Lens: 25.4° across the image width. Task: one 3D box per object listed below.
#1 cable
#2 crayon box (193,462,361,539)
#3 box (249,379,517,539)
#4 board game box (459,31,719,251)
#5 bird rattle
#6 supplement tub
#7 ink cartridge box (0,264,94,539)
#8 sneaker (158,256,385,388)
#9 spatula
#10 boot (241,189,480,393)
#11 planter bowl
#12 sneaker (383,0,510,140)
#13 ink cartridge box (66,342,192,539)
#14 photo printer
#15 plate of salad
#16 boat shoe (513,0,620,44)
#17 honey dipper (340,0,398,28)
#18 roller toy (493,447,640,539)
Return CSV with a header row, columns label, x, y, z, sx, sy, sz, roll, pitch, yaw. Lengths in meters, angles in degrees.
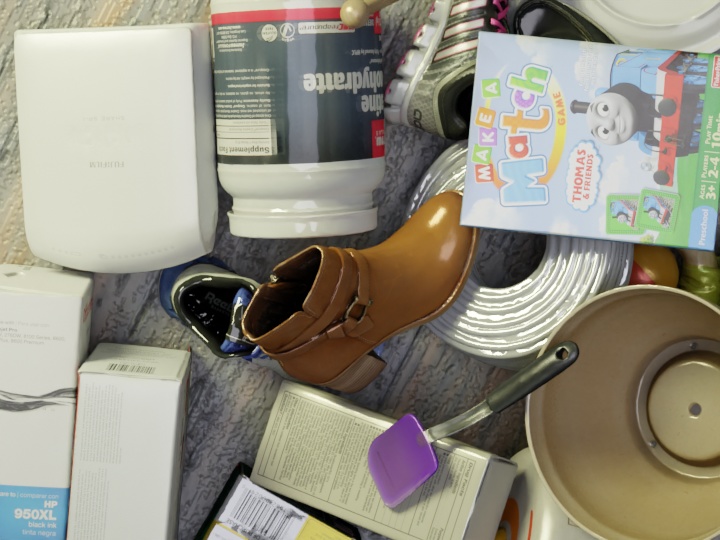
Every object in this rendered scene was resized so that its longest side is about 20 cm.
label,x,y,z,sx,sy,sz,roll,pitch,yaw
cable,0.128,-0.020,1.323,0.200,0.069,0.200,43,100,26
crayon box,-0.102,0.286,1.391,0.126,0.051,0.201,31,93,-8
box,0.019,0.167,1.322,0.198,0.078,0.096,19,87,26
board game box,0.182,-0.100,1.243,0.198,0.037,0.153,6,93,4
bird rattle,0.247,0.025,1.372,0.199,0.113,0.163,-37,107,11
supplement tub,-0.050,-0.133,1.297,0.139,0.140,0.202,-3,98,-5
ink cartridge box,-0.268,0.104,1.303,0.083,0.145,0.202,4,97,-7
sneaker,-0.077,0.052,1.331,0.198,0.115,0.081,21,96,-9
spatula,0.087,0.112,1.248,0.199,0.021,0.057,-34,64,13
boot,0.000,0.000,1.255,0.200,0.155,0.077,-48,55,6
planter bowl,0.247,0.113,1.256,0.198,0.134,0.203,-1,88,31
sneaker,0.099,-0.192,1.300,0.087,0.074,0.201,32,101,17
ink cartridge box,-0.188,0.168,1.307,0.083,0.176,0.202,5,96,-3
photo printer,-0.199,-0.099,1.310,0.164,0.069,0.202,0,98,9
plate of salad,0.253,-0.269,1.352,0.198,0.048,0.202,-2,81,10
boat shoe,0.195,-0.148,1.306,0.072,0.068,0.201,-39,78,13
honey dipper,0.037,-0.223,1.272,0.038,0.200,0.038,10,115,23
roller toy,0.169,0.244,1.342,0.138,0.182,0.202,17,97,-12
